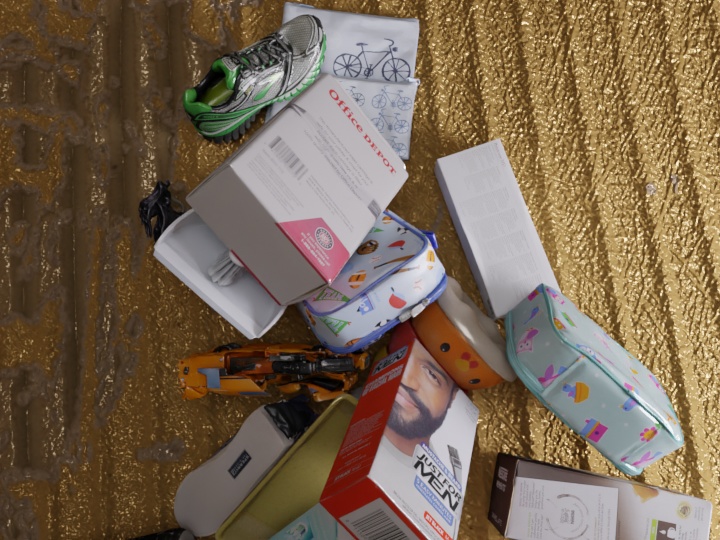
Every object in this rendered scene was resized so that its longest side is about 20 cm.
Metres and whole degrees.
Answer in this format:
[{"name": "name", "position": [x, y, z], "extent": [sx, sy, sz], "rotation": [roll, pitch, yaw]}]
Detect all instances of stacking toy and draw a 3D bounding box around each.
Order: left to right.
[{"name": "stacking toy", "position": [0.063, 0.115, 0.815], "extent": [0.200, 0.146, 0.146], "rotation": [-42, 81, 11]}]

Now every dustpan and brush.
[{"name": "dustpan and brush", "position": [-0.102, -0.041, 0.761], "extent": [0.140, 0.057, 0.200], "rotation": [42, 39, -7]}]

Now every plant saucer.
[{"name": "plant saucer", "position": [-0.020, 0.243, 0.770], "extent": [0.200, 0.048, 0.200], "rotation": [41, 92, -24]}]

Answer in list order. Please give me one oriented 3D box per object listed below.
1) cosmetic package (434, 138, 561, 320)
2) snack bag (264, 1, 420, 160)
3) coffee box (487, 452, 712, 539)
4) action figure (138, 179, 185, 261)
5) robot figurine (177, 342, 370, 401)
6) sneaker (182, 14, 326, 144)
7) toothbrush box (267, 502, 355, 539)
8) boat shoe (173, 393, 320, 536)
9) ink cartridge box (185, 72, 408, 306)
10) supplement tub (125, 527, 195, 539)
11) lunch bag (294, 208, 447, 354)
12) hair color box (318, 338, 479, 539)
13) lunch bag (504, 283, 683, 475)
[{"name": "cosmetic package", "position": [0.160, -0.048, 0.866], "extent": [0.082, 0.051, 0.201], "rotation": [-18, 80, -1]}, {"name": "snack bag", "position": [-0.019, -0.243, 0.920], "extent": [0.188, 0.021, 0.201], "rotation": [8, 79, 2]}, {"name": "coffee box", "position": [0.247, 0.257, 0.775], "extent": [0.199, 0.114, 0.080], "rotation": [12, 80, 2]}, {"name": "action figure", "position": [-0.148, -0.055, 0.840], "extent": [0.199, 0.119, 0.102], "rotation": [-6, 121, -34]}, {"name": "robot figurine", "position": [-0.088, 0.109, 0.799], "extent": [0.199, 0.145, 0.058], "rotation": [-1, 90, 8]}, {"name": "sneaker", "position": [-0.124, -0.235, 0.871], "extent": [0.200, 0.085, 0.078], "rotation": [-41, 72, 1]}, {"name": "toothbrush box", "position": [-0.026, 0.320, 0.719], "extent": [0.200, 0.085, 0.147], "rotation": [-36, 116, 0]}, {"name": "boat shoe", "position": [-0.121, 0.217, 0.812], "extent": [0.200, 0.093, 0.075], "rotation": [-45, 73, 23]}, {"name": "ink cartridge box", "position": [-0.055, -0.086, 0.738], "extent": [0.147, 0.083, 0.200], "rotation": [50, 44, -15]}, {"name": "supplement tub", "position": [-0.269, 0.351, 0.758], "extent": [0.199, 0.123, 0.123], "rotation": [-13, 79, -1]}, {"name": "lunch bag", "position": [0.000, 0.000, 0.791], "extent": [0.160, 0.200, 0.076], "rotation": [-33, 122, -9]}, {"name": "hair color box", "position": [0.045, 0.168, 0.677], "extent": [0.064, 0.200, 0.111], "rotation": [-35, 104, 28]}, {"name": "lunch bag", "position": [0.243, 0.112, 0.772], "extent": [0.200, 0.160, 0.077], "rotation": [41, 109, -9]}]
